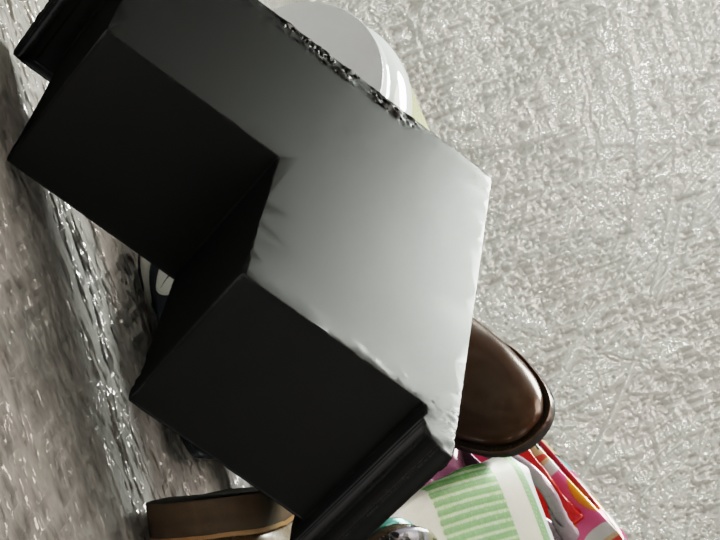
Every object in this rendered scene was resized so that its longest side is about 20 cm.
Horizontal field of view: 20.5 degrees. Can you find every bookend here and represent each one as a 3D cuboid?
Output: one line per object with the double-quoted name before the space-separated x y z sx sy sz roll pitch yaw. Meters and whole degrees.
"bookend" -0.057 -0.015 0.779 0.198 0.092 0.201 36 31 -15

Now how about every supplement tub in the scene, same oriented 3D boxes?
"supplement tub" -0.023 -0.104 1.505 0.200 0.144 0.146 59 12 -68

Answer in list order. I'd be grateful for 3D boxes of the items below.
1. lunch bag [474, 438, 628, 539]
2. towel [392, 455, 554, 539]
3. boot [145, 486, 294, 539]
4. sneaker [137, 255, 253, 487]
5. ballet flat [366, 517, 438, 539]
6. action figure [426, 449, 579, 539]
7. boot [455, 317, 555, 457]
"lunch bag" 0.102 0.153 1.211 0.200 0.082 0.177 48 -13 39
"towel" 0.037 0.188 0.983 0.199 0.023 0.154 -22 93 -42
"boot" -0.039 0.129 0.853 0.200 0.073 0.076 7 75 -73
"sneaker" -0.042 0.074 0.942 0.130 0.079 0.200 -98 167 -63
"ballet flat" 0.014 0.181 0.822 0.201 0.071 0.072 101 -21 -48
"action figure" 0.015 0.084 1.125 0.201 0.148 0.135 -113 179 -48
"boot" 0.000 0.000 1.012 0.186 0.064 0.200 34 -12 39
